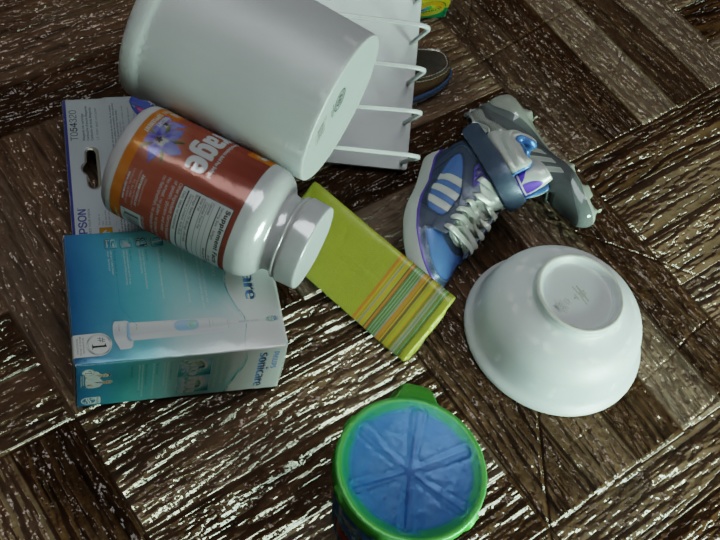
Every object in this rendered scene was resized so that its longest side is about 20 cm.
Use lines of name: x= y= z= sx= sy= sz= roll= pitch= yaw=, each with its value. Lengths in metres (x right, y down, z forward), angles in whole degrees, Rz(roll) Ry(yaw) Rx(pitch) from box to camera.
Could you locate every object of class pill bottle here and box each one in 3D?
pill bottle: x=-0.132 y=-0.065 z=1.017 sx=0.199 sy=0.112 sz=0.112 roll=26 pitch=55 yaw=6

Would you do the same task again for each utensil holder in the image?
utensil holder: x=-0.104 y=-0.203 z=1.049 sx=0.200 sy=0.170 sz=0.170 roll=28 pitch=56 yaw=6

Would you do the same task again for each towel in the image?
towel: x=0.000 y=0.000 z=1.137 sx=0.200 sy=0.018 sz=0.086 roll=41 pitch=95 yaw=14

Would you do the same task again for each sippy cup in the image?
sippy cup: x=0.031 y=0.202 z=0.971 sx=0.140 sy=0.130 sz=0.178 roll=42 pitch=58 yaw=14

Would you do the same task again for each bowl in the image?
bowl: x=0.217 y=0.045 z=1.142 sx=0.200 sy=0.090 sz=0.202 roll=6 pitch=56 yaw=-9

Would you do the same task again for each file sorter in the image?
file sorter: x=0.002 y=-0.219 z=1.187 sx=0.138 sy=0.125 sz=0.201 roll=5 pitch=92 yaw=-10

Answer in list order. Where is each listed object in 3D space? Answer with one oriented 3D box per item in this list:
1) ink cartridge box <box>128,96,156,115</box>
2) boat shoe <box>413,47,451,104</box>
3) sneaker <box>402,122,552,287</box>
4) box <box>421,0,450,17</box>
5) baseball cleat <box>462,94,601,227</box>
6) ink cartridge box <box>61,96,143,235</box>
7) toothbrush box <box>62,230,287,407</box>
ink cartridge box: x=-0.161 y=-0.204 z=1.155 sx=0.119 sy=0.042 sz=0.200 roll=27 pitch=78 yaw=9
boat shoe: x=0.025 y=-0.240 z=1.291 sx=0.199 sy=0.072 sz=0.072 roll=-14 pitch=62 yaw=-21
sneaker: x=0.132 y=-0.074 z=1.165 sx=0.146 sy=0.081 sz=0.200 roll=-14 pitch=44 yaw=29
box: x=0.008 y=-0.378 z=1.394 sx=0.199 sy=0.048 sz=0.118 roll=-5 pitch=59 yaw=-18
baseball cleat: x=0.188 y=-0.115 z=1.264 sx=0.106 sy=0.070 sz=0.200 roll=-26 pitch=61 yaw=-11
ink cartridge box: x=-0.214 y=-0.104 z=1.166 sx=0.199 sy=0.043 sz=0.197 roll=-5 pitch=59 yaw=-13
toothbrush box: x=-0.183 y=0.040 z=1.052 sx=0.199 sy=0.085 sz=0.147 roll=-6 pitch=58 yaw=-16
